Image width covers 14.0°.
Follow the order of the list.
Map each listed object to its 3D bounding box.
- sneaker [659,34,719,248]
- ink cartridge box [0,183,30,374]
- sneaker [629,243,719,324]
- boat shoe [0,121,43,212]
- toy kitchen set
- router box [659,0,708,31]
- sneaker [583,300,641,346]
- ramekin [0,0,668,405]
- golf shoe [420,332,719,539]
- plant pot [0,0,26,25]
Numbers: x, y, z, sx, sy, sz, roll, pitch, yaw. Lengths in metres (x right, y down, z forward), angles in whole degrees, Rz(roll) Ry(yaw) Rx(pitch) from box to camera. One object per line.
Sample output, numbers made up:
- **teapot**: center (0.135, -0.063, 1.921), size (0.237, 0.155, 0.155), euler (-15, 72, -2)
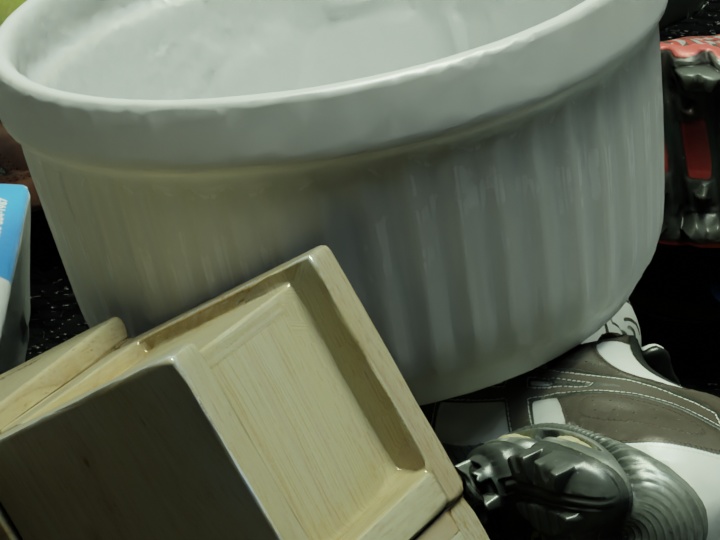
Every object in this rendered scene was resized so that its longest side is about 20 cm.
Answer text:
- **sneaker**: center (0.150, -0.055, 1.000), size (0.200, 0.071, 0.098), euler (-5, 21, 4)
- **ink cartridge box**: center (-0.210, 0.023, 0.934), size (0.199, 0.067, 0.116), euler (3, 32, -1)
- **sneaker**: center (0.156, -0.030, 1.075), size (0.199, 0.073, 0.112), euler (-17, 38, -17)
- **boat shoe**: center (-0.197, -0.022, 1.011), size (0.199, 0.072, 0.072), euler (-16, 19, 8)
- **toy kitchen set**: center (-0.078, 0.128, 0.770), size (0.200, 0.181, 0.163), euler (-25, 7, 37)
- **router box**: center (0.061, -0.174, 1.093), size (0.062, 0.201, 0.150), euler (-2, 15, 31)
- **sneaker**: center (0.000, 0.001, 1.000), size (0.201, 0.067, 0.108), euler (31, 39, 33)
- **ramekin**: center (-0.002, -0.037, 0.867), size (0.199, 0.105, 0.200), euler (-10, 21, 4)
- **golf shoe**: center (0.047, 0.059, 0.859), size (0.094, 0.078, 0.200), euler (-24, 20, -28)
- **plant pot**: center (-0.104, -0.119, 1.094), size (0.200, 0.201, 0.184), euler (-18, 48, -32)
